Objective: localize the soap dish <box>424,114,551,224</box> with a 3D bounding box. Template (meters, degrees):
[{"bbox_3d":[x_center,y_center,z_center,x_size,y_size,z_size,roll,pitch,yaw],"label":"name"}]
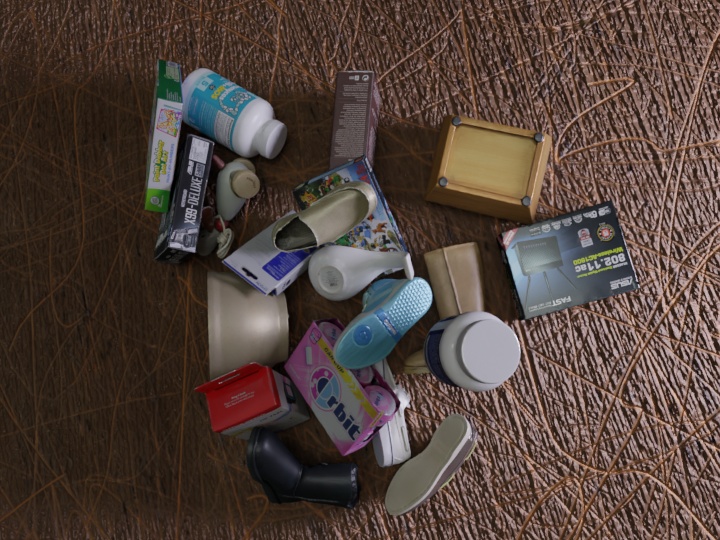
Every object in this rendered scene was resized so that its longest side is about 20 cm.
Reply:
[{"bbox_3d":[0.223,-0.182,0.934,0.195,0.081,0.161,14,86,9],"label":"soap dish"}]

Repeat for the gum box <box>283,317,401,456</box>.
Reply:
[{"bbox_3d":[-0.032,0.194,0.895,0.201,0.065,0.114,50,119,26],"label":"gum box"}]

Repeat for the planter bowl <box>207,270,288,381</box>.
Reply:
[{"bbox_3d":[-0.194,0.101,0.927,0.131,0.200,0.206,-1,82,-15],"label":"planter bowl"}]

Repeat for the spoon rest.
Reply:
[{"bbox_3d":[0.000,0.000,0.910,0.196,0.061,0.102,-7,108,25],"label":"spoon rest"}]

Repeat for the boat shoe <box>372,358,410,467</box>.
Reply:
[{"bbox_3d":[0.051,0.230,0.929,0.068,0.071,0.205,-5,78,-19],"label":"boat shoe"}]

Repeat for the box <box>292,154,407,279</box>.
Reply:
[{"bbox_3d":[-0.013,-0.077,0.922,0.134,0.038,0.203,-20,111,17],"label":"box"}]

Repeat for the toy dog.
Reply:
[{"bbox_3d":[-0.267,-0.131,0.991,0.095,0.131,0.203,30,80,-30],"label":"toy dog"}]

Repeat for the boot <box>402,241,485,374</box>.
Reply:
[{"bbox_3d":[0.140,0.067,0.931,0.171,0.066,0.205,-10,83,-5],"label":"boot"}]

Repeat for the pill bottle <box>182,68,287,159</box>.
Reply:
[{"bbox_3d":[-0.237,-0.287,1.006,0.197,0.111,0.112,30,89,11],"label":"pill bottle"}]

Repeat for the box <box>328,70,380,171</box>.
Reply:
[{"bbox_3d":[-0.010,-0.242,0.971,0.073,0.100,0.205,2,83,9],"label":"box"}]

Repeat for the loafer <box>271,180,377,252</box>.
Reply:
[{"bbox_3d":[-0.062,-0.076,0.868,0.197,0.069,0.076,-26,110,19],"label":"loafer"}]

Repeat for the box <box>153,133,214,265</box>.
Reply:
[{"bbox_3d":[-0.323,-0.122,0.971,0.049,0.157,0.205,12,77,-28],"label":"box"}]

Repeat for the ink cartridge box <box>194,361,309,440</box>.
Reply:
[{"bbox_3d":[-0.174,0.222,0.887,0.114,0.200,0.068,-24,63,5],"label":"ink cartridge box"}]

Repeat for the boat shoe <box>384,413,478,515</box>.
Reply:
[{"bbox_3d":[0.122,0.334,0.899,0.201,0.059,0.072,-51,39,-1],"label":"boat shoe"}]

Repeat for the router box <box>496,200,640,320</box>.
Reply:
[{"bbox_3d":[0.345,-0.014,0.904,0.196,0.062,0.153,-16,82,7],"label":"router box"}]

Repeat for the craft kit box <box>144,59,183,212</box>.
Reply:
[{"bbox_3d":[-0.350,-0.241,0.949,0.047,0.201,0.201,3,124,-23],"label":"craft kit box"}]

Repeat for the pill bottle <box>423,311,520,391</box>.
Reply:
[{"bbox_3d":[0.162,0.119,0.790,0.108,0.200,0.114,0,82,-3],"label":"pill bottle"}]

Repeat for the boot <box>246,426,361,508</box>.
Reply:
[{"bbox_3d":[-0.086,0.327,0.886,0.164,0.203,0.077,-2,42,10],"label":"boot"}]

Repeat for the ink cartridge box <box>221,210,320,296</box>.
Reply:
[{"bbox_3d":[-0.144,-0.026,0.934,0.099,0.200,0.040,36,133,10],"label":"ink cartridge box"}]

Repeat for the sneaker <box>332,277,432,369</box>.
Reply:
[{"bbox_3d":[0.019,0.085,0.902,0.198,0.130,0.081,-36,105,-20],"label":"sneaker"}]
